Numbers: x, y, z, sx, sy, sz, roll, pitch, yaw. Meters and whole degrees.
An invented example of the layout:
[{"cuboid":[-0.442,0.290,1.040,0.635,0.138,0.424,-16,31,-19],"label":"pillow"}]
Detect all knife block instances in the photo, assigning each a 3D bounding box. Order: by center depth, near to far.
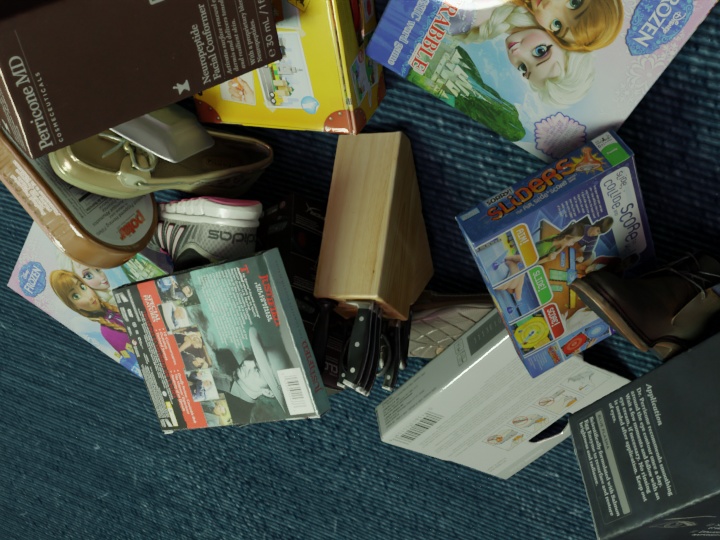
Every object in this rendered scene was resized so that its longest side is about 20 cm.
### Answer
[{"cuboid":[0.000,0.000,0.865,0.064,0.176,0.200,0,117,25],"label":"knife block"}]

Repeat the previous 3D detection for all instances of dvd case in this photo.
[{"cuboid":[-0.126,0.066,0.876,0.200,0.022,0.146,-12,100,39],"label":"dvd case"}]

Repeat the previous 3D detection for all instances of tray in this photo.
[{"cuboid":[-0.220,-0.154,0.839,0.200,0.107,0.022,29,108,1],"label":"tray"}]

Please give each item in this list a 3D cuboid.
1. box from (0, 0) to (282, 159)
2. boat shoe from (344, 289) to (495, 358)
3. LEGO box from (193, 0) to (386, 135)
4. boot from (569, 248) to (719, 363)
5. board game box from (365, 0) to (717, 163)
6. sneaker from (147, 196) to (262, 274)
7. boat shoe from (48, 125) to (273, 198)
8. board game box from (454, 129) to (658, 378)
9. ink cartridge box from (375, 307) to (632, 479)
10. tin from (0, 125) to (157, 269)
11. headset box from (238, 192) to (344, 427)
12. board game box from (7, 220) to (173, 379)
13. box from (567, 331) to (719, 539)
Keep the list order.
[{"cuboid":[-0.161,-0.167,0.693,0.075,0.200,0.100,41,150,45],"label":"box"},{"cuboid":[0.048,0.042,0.969,0.200,0.072,0.076,-7,140,6],"label":"boat shoe"},{"cuboid":[-0.071,-0.216,0.801,0.149,0.077,0.200,8,131,21],"label":"LEGO box"},{"cuboid":[0.237,0.012,0.786,0.097,0.200,0.075,-51,54,12],"label":"boot"},{"cuboid":[0.129,-0.191,0.735,0.199,0.041,0.200,30,136,0],"label":"board game box"},{"cuboid":[-0.156,-0.018,0.941,0.074,0.088,0.200,6,175,-34],"label":"sneaker"},{"cuboid":[-0.175,-0.107,0.895,0.063,0.200,0.073,-29,69,50],"label":"boat shoe"},{"cuboid":[0.168,-0.005,0.805,0.135,0.034,0.200,-29,138,1],"label":"board game box"},{"cuboid":[0.143,0.124,0.987,0.173,0.044,0.200,22,130,-32],"label":"ink cartridge box"},{"cuboid":[-0.261,-0.092,0.889,0.042,0.112,0.200,-26,107,40],"label":"tin"},{"cuboid":[-0.090,0.049,0.953,0.149,0.200,0.075,-22,146,40],"label":"headset box"},{"cuboid":[-0.287,0.012,1.139,0.199,0.041,0.200,35,135,-5],"label":"board game box"},{"cuboid":[0.319,0.142,0.829,0.197,0.118,0.200,10,146,-32],"label":"box"}]
